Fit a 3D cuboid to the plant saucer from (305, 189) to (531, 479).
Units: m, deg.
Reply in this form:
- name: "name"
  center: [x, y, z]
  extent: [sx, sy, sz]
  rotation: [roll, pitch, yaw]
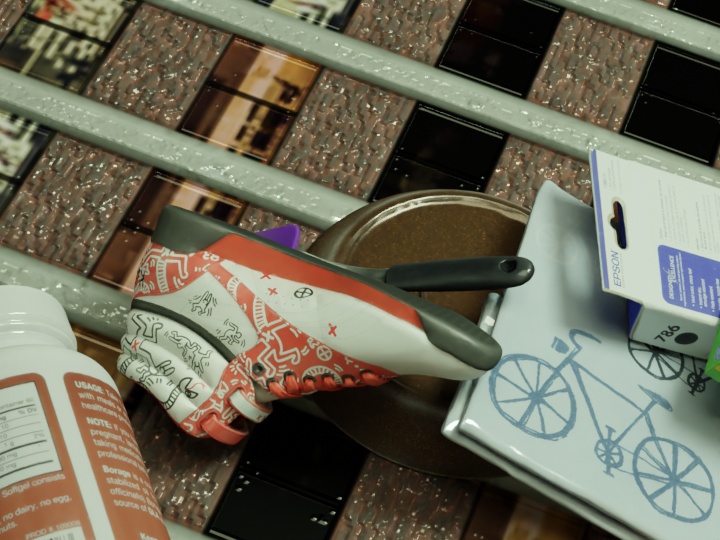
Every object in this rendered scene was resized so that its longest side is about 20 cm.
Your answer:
- name: "plant saucer"
  center: [0.057, 0.025, 1.090]
  extent: [0.200, 0.034, 0.200]
  rotation: [4, 53, -6]

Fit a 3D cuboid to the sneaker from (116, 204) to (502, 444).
- name: "sneaker"
  center: [-0.032, 0.048, 1.008]
  extent: [0.201, 0.067, 0.108]
  rotation: [21, 93, 17]

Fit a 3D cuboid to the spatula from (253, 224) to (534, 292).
- name: "spatula"
  center: [0.000, 0.000, 1.056]
  extent: [0.200, 0.021, 0.057]
  rotation: [1, 51, 21]

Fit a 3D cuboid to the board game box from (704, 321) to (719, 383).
- name: "board game box"
  center: [0.291, 0.052, 1.063]
  extent: [0.200, 0.029, 0.135]
  rotation: [32, 53, -12]

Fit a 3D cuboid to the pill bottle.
- name: "pill bottle"
  center: [-0.158, 0.110, 0.936]
  extent: [0.112, 0.112, 0.200]
  rotation: [-12, 55, -18]

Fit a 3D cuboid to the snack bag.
- name: "snack bag"
  center: [0.148, 0.058, 1.055]
  extent: [0.188, 0.021, 0.200]
  rotation: [29, 49, -10]

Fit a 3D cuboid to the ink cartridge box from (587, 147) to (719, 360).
- name: "ink cartridge box"
  center: [0.206, 0.003, 1.087]
  extent: [0.200, 0.039, 0.100]
  rotation: [17, 53, -22]
